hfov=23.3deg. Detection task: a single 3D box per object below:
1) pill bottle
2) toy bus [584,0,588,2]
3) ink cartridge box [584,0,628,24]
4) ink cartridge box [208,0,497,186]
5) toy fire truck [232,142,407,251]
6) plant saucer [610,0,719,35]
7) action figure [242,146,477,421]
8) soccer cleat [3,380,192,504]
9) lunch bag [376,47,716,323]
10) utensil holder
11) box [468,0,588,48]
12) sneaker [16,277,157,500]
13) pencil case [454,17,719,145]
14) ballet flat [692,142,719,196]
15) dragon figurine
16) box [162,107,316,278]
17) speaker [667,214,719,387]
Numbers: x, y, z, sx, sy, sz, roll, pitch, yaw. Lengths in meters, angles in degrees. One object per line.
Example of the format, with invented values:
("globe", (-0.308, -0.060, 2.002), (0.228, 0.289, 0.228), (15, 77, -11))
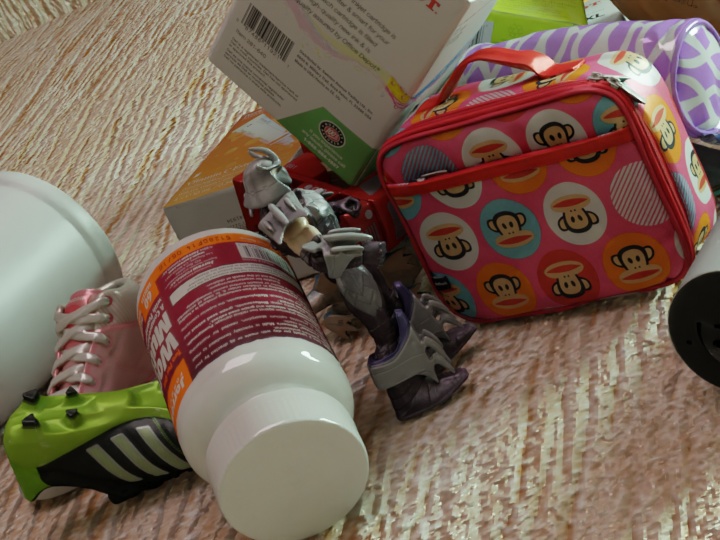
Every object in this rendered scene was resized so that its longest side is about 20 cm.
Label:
("pill bottle", (-0.067, 0.068, 1.073), (0.109, 0.110, 0.200), (-27, 37, -1))
("toy bus", (0.166, -0.201, 1.546), (0.199, 0.078, 0.065), (-24, 36, 8))
("ink cartridge box", (0.159, -0.138, 1.406), (0.146, 0.084, 0.200), (-22, 21, 14))
("ink cartridge box", (0.001, -0.179, 1.187), (0.084, 0.145, 0.200), (-42, -9, -42))
("toy fire truck", (-0.016, -0.070, 1.305), (0.141, 0.049, 0.200), (-34, 32, -29))
("plant saucer", (0.264, -0.213, 1.314), (0.200, 0.200, 0.032), (0, 56, 52))
("action figure", (-0.008, -0.004, 1.100), (0.069, 0.200, 0.130), (-36, 20, 11))
("soccer cleat", (-0.139, 0.115, 1.177), (0.199, 0.081, 0.068), (-5, 34, 0))
("lunch bag", (0.116, -0.064, 1.133), (0.200, 0.177, 0.082), (-13, 23, 35))
("utensil holder", (-0.321, 0.039, 1.448), (0.170, 0.170, 0.200), (-11, 26, 38))
("box", (0.113, -0.209, 1.366), (0.121, 0.048, 0.200), (9, 24, 0))
("sneaker", (-0.209, 0.079, 1.299), (0.075, 0.105, 0.200), (-11, 26, 33))
("pencil case", (0.158, -0.126, 1.186), (0.200, 0.084, 0.085), (2, 9, 40))
("ballet flat", (0.167, -0.063, 1.230), (0.199, 0.073, 0.073), (-18, 21, 22))
("dragon figurine", (0.000, 0.000, 1.296), (0.199, 0.059, 0.099), (-23, 20, 10))
("box", (-0.065, -0.072, 1.506), (0.124, 0.098, 0.200), (-17, 21, 25))
("speaker", (0.241, -0.015, 0.996), (0.081, 0.081, 0.200), (-12, 24, 36))
